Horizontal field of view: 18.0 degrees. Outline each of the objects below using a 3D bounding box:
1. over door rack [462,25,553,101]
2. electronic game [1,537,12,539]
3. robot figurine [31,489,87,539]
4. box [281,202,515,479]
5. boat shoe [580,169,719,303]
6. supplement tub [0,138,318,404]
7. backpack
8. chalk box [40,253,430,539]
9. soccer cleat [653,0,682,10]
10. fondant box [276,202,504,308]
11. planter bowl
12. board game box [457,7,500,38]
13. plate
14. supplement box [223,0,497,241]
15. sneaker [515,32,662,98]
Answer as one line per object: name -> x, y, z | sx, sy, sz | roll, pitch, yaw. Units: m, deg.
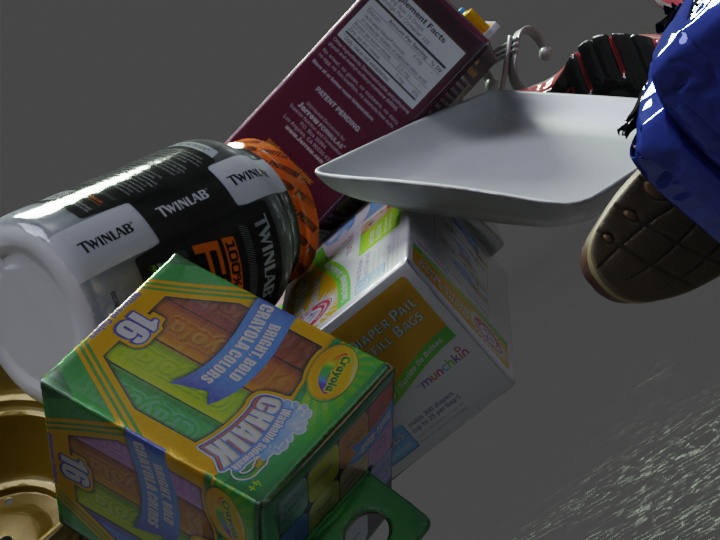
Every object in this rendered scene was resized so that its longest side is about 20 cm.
over door rack -> 0.072, -0.076, 1.720 | 0.147, 0.066, 0.201 | -28, 33, 49
electronic game -> -0.221, 0.228, 1.520 | 0.199, 0.042, 0.201 | -31, 38, 28
robot figurine -> -0.163, 0.192, 1.415 | 0.144, 0.058, 0.201 | 3, 47, 20
box -> 0.022, 0.032, 1.402 | 0.112, 0.101, 0.200 | -39, 13, 13
boat shoe -> 0.190, -0.046, 1.240 | 0.200, 0.072, 0.068 | -41, 6, -25
supplement tub -> -0.126, -0.005, 1.377 | 0.199, 0.123, 0.122 | -27, 0, -40
backpack -> 0.223, -0.113, 1.139 | 0.168, 0.163, 0.200 | -38, 14, 33
chalk box -> -0.059, 0.106, 1.245 | 0.124, 0.199, 0.124 | -45, -31, -37
soccer cleat -> 0.295, -0.255, 1.651 | 0.199, 0.067, 0.077 | -36, 44, 3
fondant box -> 0.000, 0.000, 1.578 | 0.200, 0.058, 0.145 | -43, 25, 14
planter bowl -> -0.230, 0.144, 1.384 | 0.199, 0.084, 0.201 | -13, 42, 11
board game box -> 0.019, -0.118, 1.674 | 0.200, 0.026, 0.200 | -45, 5, 4
plate -> 0.106, -0.067, 1.390 | 0.199, 0.033, 0.200 | 9, 24, 38
supplement box -> -0.007, -0.104, 1.517 | 0.200, 0.086, 0.110 | -47, -5, 5
sneaker -> 0.162, -0.115, 1.540 | 0.199, 0.074, 0.087 | -18, -3, 39
